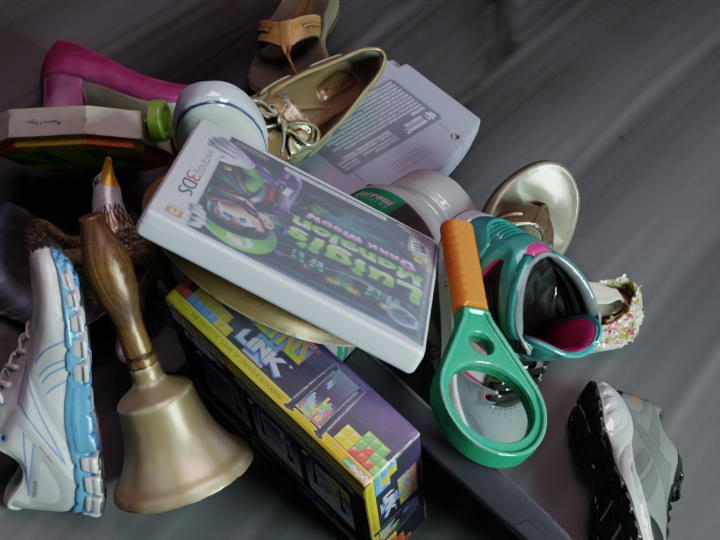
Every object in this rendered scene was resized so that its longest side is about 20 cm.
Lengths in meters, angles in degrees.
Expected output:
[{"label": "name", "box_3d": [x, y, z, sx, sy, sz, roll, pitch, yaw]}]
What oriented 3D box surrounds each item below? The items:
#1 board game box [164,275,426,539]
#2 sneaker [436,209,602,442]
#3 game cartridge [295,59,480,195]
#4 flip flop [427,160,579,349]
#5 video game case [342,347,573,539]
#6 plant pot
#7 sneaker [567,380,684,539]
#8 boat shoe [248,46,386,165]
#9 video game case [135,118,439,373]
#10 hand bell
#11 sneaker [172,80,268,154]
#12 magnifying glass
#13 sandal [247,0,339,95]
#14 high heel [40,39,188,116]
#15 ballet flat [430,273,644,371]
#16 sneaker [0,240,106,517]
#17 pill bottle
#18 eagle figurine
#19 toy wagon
[{"label": "board game box", "box_3d": [-0.042, 0.099, 1.126, 0.057, 0.165, 0.200, -41, 68, -18]}, {"label": "sneaker", "box_3d": [0.123, 0.060, 1.176, 0.084, 0.200, 0.121, -21, 23, -32]}, {"label": "game cartridge", "box_3d": [0.010, -0.115, 1.442, 0.133, 0.041, 0.200, 38, 48, 24]}, {"label": "flip flop", "box_3d": [0.116, -0.013, 1.258, 0.200, 0.058, 0.081, -42, 102, -32]}, {"label": "video game case", "box_3d": [0.081, 0.145, 1.129, 0.200, 0.181, 0.026, 42, 86, 22]}, {"label": "plant pot", "box_3d": [-0.057, -0.019, 1.121, 0.200, 0.028, 0.200, 24, 25, -12]}, {"label": "sneaker", "box_3d": [0.214, 0.168, 1.209, 0.079, 0.074, 0.200, 11, 45, -14]}, {"label": "boat shoe", "box_3d": [-0.052, -0.138, 1.362, 0.073, 0.063, 0.200, 50, 48, -7]}, {"label": "video game case", "box_3d": [-0.041, -0.022, 1.084, 0.200, 0.023, 0.182, 28, 24, -6]}, {"label": "hand bell", "box_3d": [-0.152, 0.055, 1.099, 0.104, 0.200, 0.104, -15, 17, 5]}, {"label": "sneaker", "box_3d": [-0.103, -0.066, 1.249, 0.073, 0.200, 0.071, -8, 56, 1]}, {"label": "magnifying glass", "box_3d": [0.079, 0.046, 1.090, 0.079, 0.022, 0.200, 11, 46, -21]}, {"label": "sandal", "box_3d": [-0.063, -0.222, 1.493, 0.080, 0.054, 0.200, -2, 42, 12]}, {"label": "high heel", "box_3d": [-0.181, -0.162, 1.404, 0.200, 0.067, 0.096, -1, 56, 2]}, {"label": "ballet flat", "box_3d": [0.149, 0.040, 1.315, 0.200, 0.064, 0.076, -13, 51, -27]}, {"label": "sneaker", "box_3d": [-0.223, 0.079, 1.088, 0.086, 0.200, 0.075, -4, 15, -7]}, {"label": "pill bottle", "box_3d": [0.000, 0.000, 1.273, 0.113, 0.113, 0.200, 40, 49, 21]}, {"label": "eagle figurine", "box_3d": [-0.199, -0.013, 1.227, 0.152, 0.200, 0.151, 33, 73, -28]}, {"label": "toy wagon", "box_3d": [-0.213, -0.104, 1.289, 0.155, 0.200, 0.040, -1, 84, 11]}]
